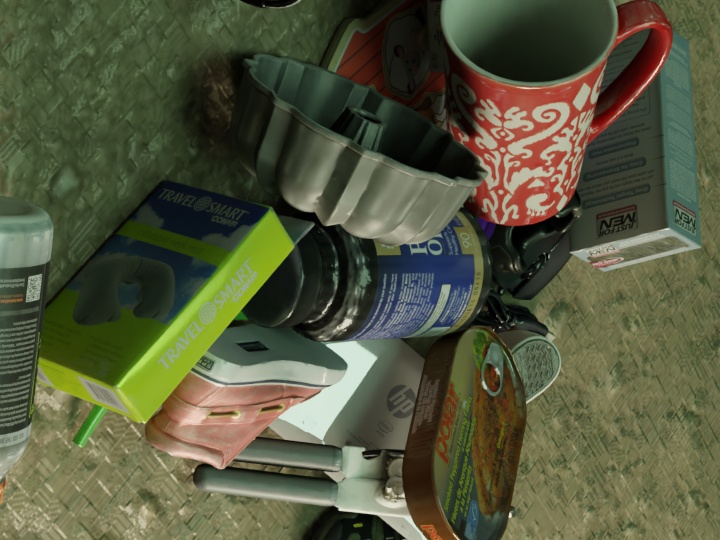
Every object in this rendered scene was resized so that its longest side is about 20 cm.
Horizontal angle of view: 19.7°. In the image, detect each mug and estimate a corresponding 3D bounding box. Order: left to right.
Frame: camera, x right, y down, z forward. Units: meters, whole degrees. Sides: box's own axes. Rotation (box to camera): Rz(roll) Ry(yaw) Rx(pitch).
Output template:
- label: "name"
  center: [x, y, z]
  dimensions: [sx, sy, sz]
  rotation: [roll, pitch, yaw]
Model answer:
- label: "mug"
  center: [0.146, -0.130, 1.620]
  dimensions: [0.200, 0.177, 0.134]
  rotation: [91, 9, -56]

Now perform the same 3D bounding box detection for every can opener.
- label: "can opener"
  center: [-0.036, 0.163, 1.652]
  dimensions: [0.200, 0.066, 0.053]
  rotation: [8, 88, -18]

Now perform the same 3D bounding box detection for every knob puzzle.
- label: "knob puzzle"
  center: [0.026, -0.119, 1.692]
  dimensions: [0.220, 0.030, 0.220]
  rotation: [-18, 116, -43]

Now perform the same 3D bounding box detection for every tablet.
- label: "tablet"
  center: [0.020, 0.126, 1.718]
  dimensions: [0.200, 0.014, 0.130]
  rotation: [41, 71, -20]

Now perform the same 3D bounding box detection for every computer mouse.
- label: "computer mouse"
  center: [0.165, -0.028, 1.854]
  dimensions: [0.138, 0.053, 0.200]
  rotation: [30, 80, -47]

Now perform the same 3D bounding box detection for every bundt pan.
- label: "bundt pan"
  center: [-0.011, -0.084, 1.550]
  dimensions: [0.202, 0.202, 0.076]
  rotation: [8, 115, -48]

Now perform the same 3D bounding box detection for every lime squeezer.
- label: "lime squeezer"
  center: [-0.147, 0.054, 1.567]
  dimensions: [0.200, 0.038, 0.071]
  rotation: [-37, 158, -35]

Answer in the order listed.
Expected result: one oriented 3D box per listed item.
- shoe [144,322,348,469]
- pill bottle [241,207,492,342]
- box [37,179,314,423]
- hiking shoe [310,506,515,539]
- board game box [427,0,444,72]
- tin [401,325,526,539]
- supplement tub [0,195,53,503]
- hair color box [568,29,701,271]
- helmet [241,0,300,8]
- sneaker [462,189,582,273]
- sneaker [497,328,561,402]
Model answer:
- label: "shoe"
  center: [-0.089, 0.096, 1.602]
  dimensions: [0.200, 0.071, 0.091]
  rotation: [2, 119, -60]
- label: "pill bottle"
  center: [0.000, 0.000, 1.638]
  dimensions: [0.200, 0.112, 0.112]
  rotation: [-1, 104, -44]
- label: "box"
  center: [-0.140, 0.011, 1.486]
  dimensions: [0.200, 0.122, 0.048]
  rotation: [-50, 132, -24]
- label: "hiking shoe"
  center: [0.039, 0.229, 1.766]
  dimensions: [0.200, 0.101, 0.076]
  rotation: [-32, 124, -36]
- label: "board game box"
  center: [0.109, -0.266, 1.706]
  dimensions: [0.134, 0.034, 0.200]
  rotation: [-8, 98, -46]
- label: "tin"
  center: [0.084, 0.137, 1.681]
  dimensions: [0.112, 0.042, 0.200]
  rotation: [51, 40, -37]
- label: "supplement tub"
  center: [-0.271, 0.052, 1.358]
  dimensions: [0.122, 0.122, 0.200]
  rotation: [-2, 103, -47]
- label: "hair color box"
  center: [0.236, -0.109, 1.814]
  dimensions: [0.061, 0.099, 0.200]
  rotation: [26, 58, -48]
- label: "helmet"
  center: [-0.046, -0.302, 1.442]
  dimensions: [0.191, 0.200, 0.200]
  rotation: [-54, 135, -21]
- label: "sneaker"
  center: [0.155, -0.080, 1.784]
  dimensions: [0.200, 0.099, 0.070]
  rotation: [-61, 149, -11]
- label: "sneaker"
  center: [0.078, 0.119, 1.802]
  dimensions: [0.200, 0.085, 0.073]
  rotation: [-32, 110, -10]
